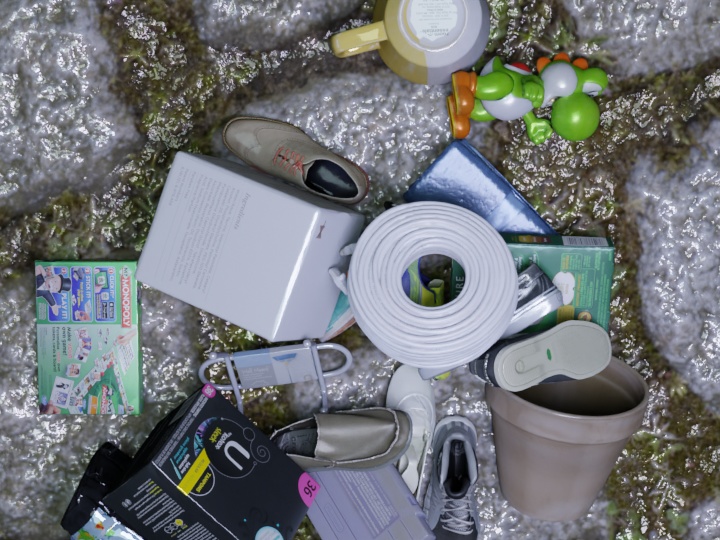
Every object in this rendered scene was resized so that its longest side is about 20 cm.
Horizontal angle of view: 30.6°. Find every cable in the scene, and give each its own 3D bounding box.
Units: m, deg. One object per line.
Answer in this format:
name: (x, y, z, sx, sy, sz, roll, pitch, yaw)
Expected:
cable: (0.083, 0.012, 1.523, 0.199, 0.069, 0.201, -28, 68, -9)

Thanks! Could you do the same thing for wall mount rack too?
wall mount rack: (-0.110, 0.126, 1.641, 0.198, 0.075, 0.174, -8, 137, 3)

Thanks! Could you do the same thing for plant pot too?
plant pot: (0.241, 0.206, 1.630, 0.198, 0.200, 0.175, 8, 113, 1)

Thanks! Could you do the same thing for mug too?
mug: (0.074, -0.287, 1.585, 0.149, 0.153, 0.187, 44, 96, -4)

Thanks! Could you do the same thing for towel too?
towel: (0.155, -0.063, 1.658, 0.112, 0.049, 0.200, -44, 96, 10)

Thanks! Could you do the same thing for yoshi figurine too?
yoshi figurine: (0.211, -0.199, 1.618, 0.198, 0.113, 0.113, -8, 115, -5)

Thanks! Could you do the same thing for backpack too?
backpack: (-0.279, 0.336, 1.675, 0.199, 0.163, 0.154, 27, 106, -8)

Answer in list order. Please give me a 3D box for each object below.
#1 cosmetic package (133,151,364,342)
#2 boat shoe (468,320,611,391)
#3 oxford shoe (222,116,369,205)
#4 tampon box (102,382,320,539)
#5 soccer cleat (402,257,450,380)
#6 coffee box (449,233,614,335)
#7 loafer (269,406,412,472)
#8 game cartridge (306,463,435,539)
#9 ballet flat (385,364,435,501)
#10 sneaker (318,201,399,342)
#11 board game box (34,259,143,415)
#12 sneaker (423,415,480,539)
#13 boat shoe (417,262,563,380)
cosmetic package: (-0.131, -0.029, 1.589, 0.199, 0.167, 0.167, 23, 96, 19)
boat shoe: (0.218, 0.100, 1.567, 0.199, 0.067, 0.072, -8, 91, -36)
oxford shoe: (-0.081, -0.141, 1.645, 0.199, 0.075, 0.071, 21, 97, -1)
tampon box: (-0.179, 0.273, 1.616, 0.200, 0.150, 0.126, 43, 132, -10)
soccer cleat: (0.082, 0.057, 1.636, 0.084, 0.065, 0.201, -36, 126, -10)
coffee box: (0.208, 0.016, 1.620, 0.198, 0.044, 0.124, 1, 113, 3)
loafer: (-0.029, 0.213, 1.640, 0.199, 0.070, 0.076, -16, 65, 24)
game cartridge: (-0.002, 0.292, 1.657, 0.129, 0.038, 0.200, -39, 57, 7)
ballet flat: (0.064, 0.222, 1.684, 0.069, 0.069, 0.202, 7, 96, 1)
sneaker: (0.000, 0.000, 1.666, 0.080, 0.071, 0.200, 43, 96, 8)
board game box: (-0.350, 0.086, 1.703, 0.134, 0.029, 0.202, 0, 96, 1)
sneaker: (0.116, 0.292, 1.666, 0.074, 0.116, 0.202, -2, 96, 2)
boat shoe: (0.147, 0.060, 1.590, 0.199, 0.072, 0.071, -33, 83, 11)
